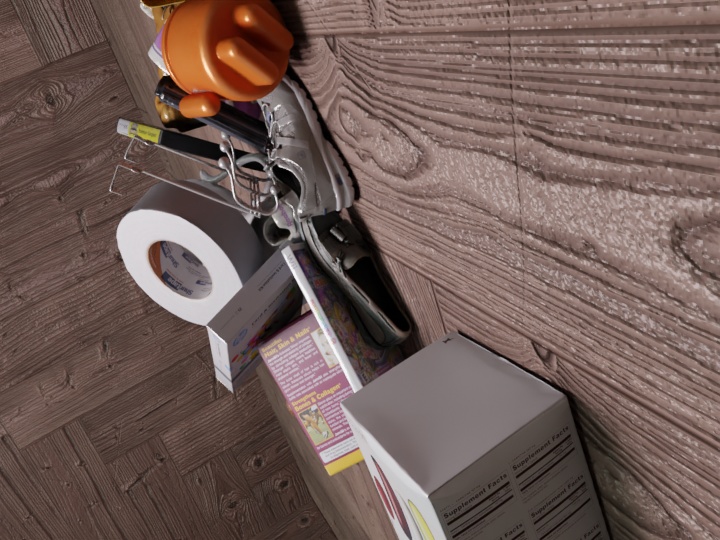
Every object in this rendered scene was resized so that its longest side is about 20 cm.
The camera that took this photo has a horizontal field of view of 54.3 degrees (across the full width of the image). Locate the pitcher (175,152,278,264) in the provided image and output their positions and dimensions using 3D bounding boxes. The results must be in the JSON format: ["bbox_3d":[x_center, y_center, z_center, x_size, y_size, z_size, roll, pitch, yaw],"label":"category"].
[{"bbox_3d":[-0.208,-0.091,1.033,0.195,0.121,0.177,12,101,26],"label":"pitcher"}]

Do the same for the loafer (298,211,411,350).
[{"bbox_3d":[0.000,0.000,0.851,0.062,0.071,0.203,-22,101,55],"label":"loafer"}]

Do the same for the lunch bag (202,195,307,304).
[{"bbox_3d":[-0.167,-0.017,1.145,0.201,0.167,0.129,49,164,34],"label":"lunch bag"}]

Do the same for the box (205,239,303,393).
[{"bbox_3d":[-0.137,0.067,0.952,0.041,0.156,0.201,36,154,12],"label":"box"}]

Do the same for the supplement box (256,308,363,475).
[{"bbox_3d":[-0.025,0.146,0.945,0.203,0.129,0.103,60,-154,-1],"label":"supplement box"}]

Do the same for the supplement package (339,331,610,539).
[{"bbox_3d":[0.106,0.202,0.656,0.191,0.145,0.204,27,142,64],"label":"supplement package"}]

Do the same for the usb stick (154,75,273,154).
[{"bbox_3d":[-0.165,-0.190,0.898,0.196,0.033,0.056,25,-156,-16],"label":"usb stick"}]

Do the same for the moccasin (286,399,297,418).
[{"bbox_3d":[-0.068,0.160,1.080,0.074,0.077,0.202,54,-152,-16],"label":"moccasin"}]

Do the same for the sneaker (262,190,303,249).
[{"bbox_3d":[-0.095,-0.068,0.962,0.076,0.098,0.200,58,165,6],"label":"sneaker"}]

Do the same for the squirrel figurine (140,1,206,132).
[{"bbox_3d":[-0.268,-0.318,1.063,0.199,0.139,0.191,-2,108,70],"label":"squirrel figurine"}]

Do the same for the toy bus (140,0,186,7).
[{"bbox_3d":[-0.238,-0.440,0.804,0.203,0.132,0.194,76,173,-46],"label":"toy bus"}]

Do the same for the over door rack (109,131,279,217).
[{"bbox_3d":[-0.198,-0.131,0.869,0.148,0.194,0.068,-112,33,-65],"label":"over door rack"}]

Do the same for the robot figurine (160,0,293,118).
[{"bbox_3d":[-0.154,-0.255,0.797,0.198,0.115,0.148,19,121,50],"label":"robot figurine"}]

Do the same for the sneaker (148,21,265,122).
[{"bbox_3d":[-0.172,-0.270,0.939,0.199,0.115,0.073,36,-163,-22],"label":"sneaker"}]

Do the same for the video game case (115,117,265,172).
[{"bbox_3d":[-0.252,-0.192,1.083,0.179,0.197,0.026,23,101,49],"label":"video game case"}]

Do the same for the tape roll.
[{"bbox_3d":[-0.229,-0.020,0.956,0.195,0.067,0.204,15,135,15],"label":"tape roll"}]

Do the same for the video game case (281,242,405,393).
[{"bbox_3d":[-0.014,0.054,0.887,0.203,0.018,0.143,62,-156,6],"label":"video game case"}]

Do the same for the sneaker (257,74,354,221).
[{"bbox_3d":[-0.085,-0.150,0.826,0.202,0.081,0.075,58,164,18],"label":"sneaker"}]
